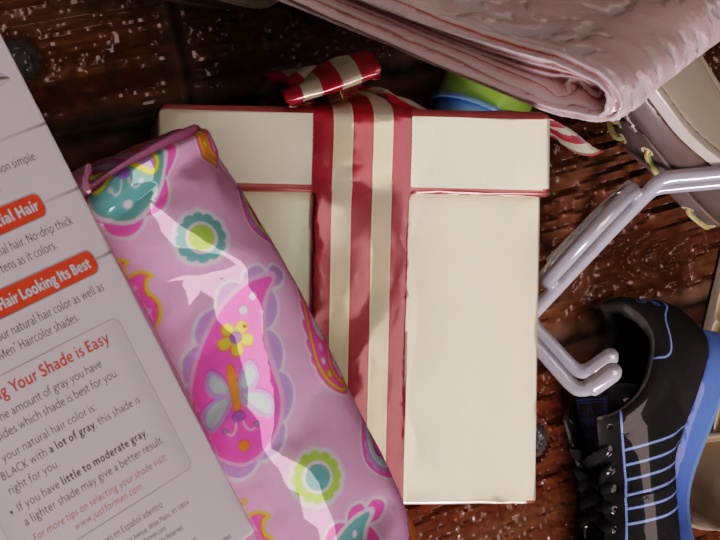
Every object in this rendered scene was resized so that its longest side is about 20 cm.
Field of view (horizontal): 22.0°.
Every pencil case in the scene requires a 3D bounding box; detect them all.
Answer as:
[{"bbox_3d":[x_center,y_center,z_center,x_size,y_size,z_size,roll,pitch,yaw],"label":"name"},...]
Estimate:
[{"bbox_3d":[-0.051,0.048,0.694,0.087,0.087,0.201,-27,94,-29],"label":"pencil case"}]

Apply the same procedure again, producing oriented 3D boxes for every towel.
[{"bbox_3d":[0.069,-0.135,0.862,0.200,0.190,0.032,-37,147,-55],"label":"towel"}]

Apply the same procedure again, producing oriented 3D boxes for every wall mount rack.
[{"bbox_3d":[0.156,-0.016,0.926,0.174,0.200,0.075,-45,86,6],"label":"wall mount rack"}]

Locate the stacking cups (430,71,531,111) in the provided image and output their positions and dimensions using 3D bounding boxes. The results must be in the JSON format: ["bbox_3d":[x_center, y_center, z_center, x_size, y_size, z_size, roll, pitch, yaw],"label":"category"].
[{"bbox_3d":[0.050,-0.063,0.959,0.060,0.060,0.201,30,79,-29],"label":"stacking cups"}]

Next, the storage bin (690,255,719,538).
[{"bbox_3d":[0.298,0.086,1.092,0.199,0.094,0.199,20,80,-31],"label":"storage bin"}]

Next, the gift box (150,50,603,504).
[{"bbox_3d":[0.000,0.000,0.831,0.199,0.185,0.188,-1,93,-12],"label":"gift box"}]

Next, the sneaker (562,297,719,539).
[{"bbox_3d":[0.141,0.112,1.009,0.078,0.070,0.201,24,71,-28],"label":"sneaker"}]

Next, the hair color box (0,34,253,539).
[{"bbox_3d":[-0.131,0.029,0.618,0.111,0.064,0.201,-29,94,-48],"label":"hair color box"}]

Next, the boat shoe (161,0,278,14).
[{"bbox_3d":[-0.117,-0.160,0.842,0.202,0.075,0.075,20,53,-49],"label":"boat shoe"}]

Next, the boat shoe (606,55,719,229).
[{"bbox_3d":[0.167,-0.082,1.004,0.200,0.059,0.072,36,48,-41],"label":"boat shoe"}]
